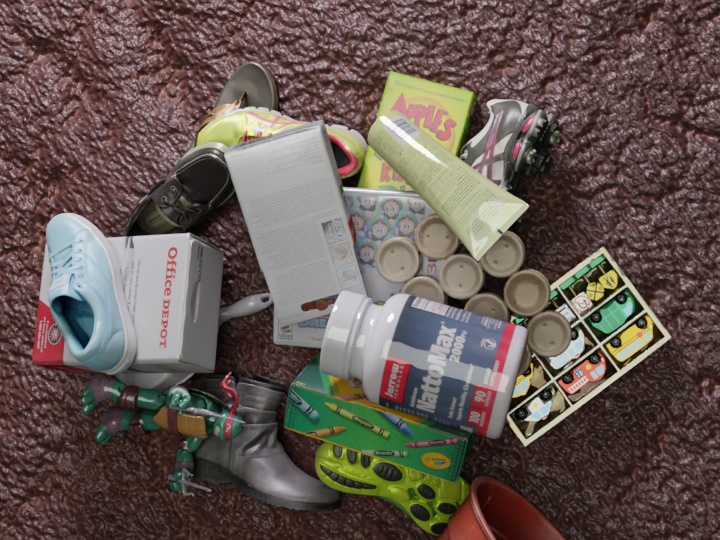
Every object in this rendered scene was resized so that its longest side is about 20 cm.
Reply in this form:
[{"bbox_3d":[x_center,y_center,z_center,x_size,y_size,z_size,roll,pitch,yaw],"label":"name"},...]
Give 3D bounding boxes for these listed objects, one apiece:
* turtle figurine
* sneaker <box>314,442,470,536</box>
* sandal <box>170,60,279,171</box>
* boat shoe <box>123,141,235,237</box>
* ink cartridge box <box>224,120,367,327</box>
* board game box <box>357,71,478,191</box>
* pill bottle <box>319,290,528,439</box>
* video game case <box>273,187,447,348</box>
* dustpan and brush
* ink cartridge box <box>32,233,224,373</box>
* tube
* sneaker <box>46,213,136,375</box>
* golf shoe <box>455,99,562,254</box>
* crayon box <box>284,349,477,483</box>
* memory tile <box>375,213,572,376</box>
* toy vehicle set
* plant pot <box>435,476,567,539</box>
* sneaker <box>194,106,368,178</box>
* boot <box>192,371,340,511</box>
[{"bbox_3d":[-0.206,0.172,1.318,0.199,0.101,0.151,9,122,17],"label":"turtle figurine"},{"bbox_3d":[0.045,0.231,1.315,0.199,0.084,0.074,26,97,-7],"label":"sneaker"},{"bbox_3d":[-0.167,-0.156,1.387,0.082,0.055,0.200,41,96,11],"label":"sandal"},{"bbox_3d":[-0.203,-0.076,1.341,0.073,0.065,0.200,41,136,-13],"label":"boat shoe"},{"bbox_3d":[-0.065,-0.050,1.276,0.108,0.050,0.201,-15,104,6],"label":"ink cartridge box"},{"bbox_3d":[0.057,-0.114,1.341,0.101,0.048,0.201,16,91,13],"label":"board game box"},{"bbox_3d":[0.064,0.091,1.221,0.199,0.120,0.120,15,91,9],"label":"pill bottle"},{"bbox_3d":[0.000,0.000,1.316,0.198,0.024,0.184,4,99,14],"label":"video game case"},{"bbox_3d":[-0.198,0.062,1.391,0.199,0.057,0.140,-22,71,17],"label":"dustpan and brush"},{"bbox_3d":[-0.262,0.041,1.341,0.199,0.084,0.145,-2,76,24],"label":"ink cartridge box"},{"bbox_3d":[0.085,-0.095,1.249,0.200,0.052,0.058,44,133,33],"label":"tube"},{"bbox_3d":[-0.304,0.015,1.273,0.074,0.082,0.201,-34,66,12],"label":"sneaker"},{"bbox_3d":[0.146,-0.095,1.318,0.088,0.077,0.201,28,90,31],"label":"golf shoe"},{"bbox_3d":[0.030,0.154,1.292,0.199,0.119,0.059,16,112,12],"label":"crayon box"},{"bbox_3d":[0.123,0.027,1.270,0.153,0.017,0.201,-31,90,14],"label":"memory tile"},{"bbox_3d":[0.224,0.084,1.297,0.200,0.027,0.125,-37,80,3],"label":"toy vehicle set"},{"bbox_3d":[0.123,0.358,1.240,0.201,0.201,0.195,46,104,10],"label":"plant pot"},{"bbox_3d":[-0.088,-0.138,1.324,0.198,0.090,0.079,1,106,-4],"label":"sneaker"},{"bbox_3d":[-0.105,0.193,1.350,0.199,0.070,0.133,15,88,12],"label":"boot"}]
